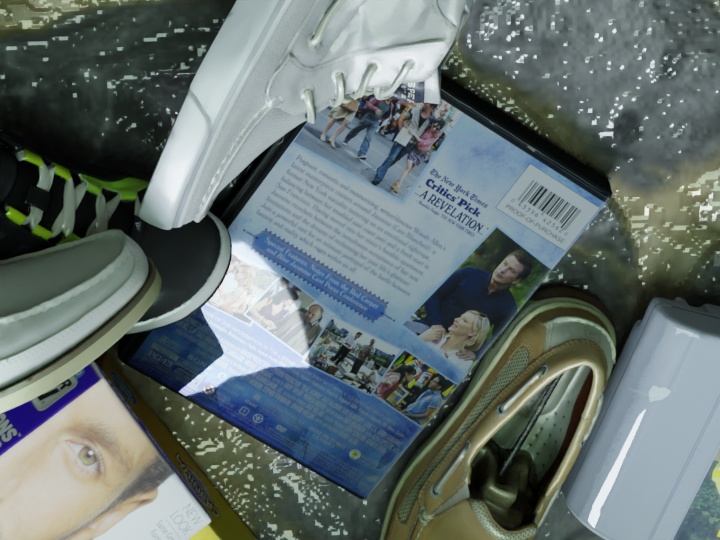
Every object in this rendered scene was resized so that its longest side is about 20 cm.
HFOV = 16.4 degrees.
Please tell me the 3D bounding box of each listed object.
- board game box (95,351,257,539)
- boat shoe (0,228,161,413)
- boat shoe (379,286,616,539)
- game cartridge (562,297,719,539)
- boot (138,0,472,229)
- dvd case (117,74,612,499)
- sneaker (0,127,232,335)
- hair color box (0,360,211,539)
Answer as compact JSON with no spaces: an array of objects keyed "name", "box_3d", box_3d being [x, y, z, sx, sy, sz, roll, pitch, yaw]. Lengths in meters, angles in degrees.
[{"name":"board game box","box_3d":[-0.128,0.155,1.207,0.153,0.040,0.200,-31,115,14]},{"name":"boat shoe","box_3d":[-0.181,0.026,1.025,0.200,0.075,0.068,-26,113,-8]},{"name":"boat shoe","box_3d":[0.060,0.105,1.167,0.072,0.076,0.200,17,116,-11]},{"name":"game cartridge","box_3d":[0.204,0.092,1.179,0.200,0.041,0.133,13,121,-16]},{"name":"boot","box_3d":[-0.011,-0.088,1.047,0.095,0.074,0.200,29,104,-4]},{"name":"dvd case","box_3d":[0.000,0.000,1.142,0.143,0.018,0.200,31,113,-16]},{"name":"sneaker","box_3d":[-0.152,-0.023,1.074,0.200,0.083,0.072,12,73,-8]},{"name":"hair color box","box_3d":[-0.177,0.123,1.082,0.200,0.065,0.109,-39,132,-7]}]
